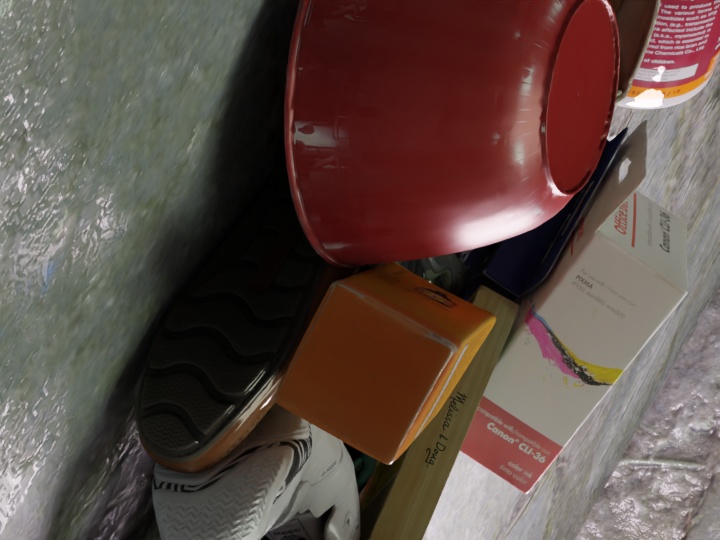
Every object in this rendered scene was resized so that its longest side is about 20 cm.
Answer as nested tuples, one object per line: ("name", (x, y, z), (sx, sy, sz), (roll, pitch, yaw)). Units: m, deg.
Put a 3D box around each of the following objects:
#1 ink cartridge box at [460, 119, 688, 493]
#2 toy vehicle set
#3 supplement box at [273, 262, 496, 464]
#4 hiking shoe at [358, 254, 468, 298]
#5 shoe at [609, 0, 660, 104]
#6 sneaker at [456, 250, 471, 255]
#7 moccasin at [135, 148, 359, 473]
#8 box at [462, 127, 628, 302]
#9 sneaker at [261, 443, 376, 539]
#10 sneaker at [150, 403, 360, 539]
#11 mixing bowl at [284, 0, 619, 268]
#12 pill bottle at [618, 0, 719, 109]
("ink cartridge box", (0.132, 0.019, 1.423), (0.200, 0.067, 0.116), (-54, -173, 22))
("toy vehicle set", (0.023, 0.115, 1.366), (0.124, 0.027, 0.200), (-53, -171, 53))
("supplement box", (0.015, 0.040, 1.169), (0.069, 0.067, 0.200), (-62, 174, 9))
("hiking shoe", (0.000, 0.000, 1.357), (0.101, 0.076, 0.200), (-46, 156, -14))
("shoe", (0.116, -0.123, 1.280), (0.070, 0.053, 0.200), (2, 120, -37))
("sneaker", (0.048, -0.077, 1.378), (0.090, 0.075, 0.200), (-19, 145, -38))
("moccasin", (-0.046, 0.015, 1.197), (0.078, 0.074, 0.201), (77, 33, -58))
("box", (0.090, -0.020, 1.480), (0.121, 0.032, 0.200), (-59, -172, -24))
("sneaker", (-0.037, 0.123, 1.370), (0.200, 0.078, 0.091), (-67, -164, -10))
("sneaker", (-0.046, 0.117, 1.231), (0.200, 0.075, 0.115), (-71, 149, -60))
("mixing bowl", (0.055, -0.091, 1.146), (0.200, 0.108, 0.200), (-37, 132, -56))
("pill bottle", (0.193, -0.207, 1.541), (0.113, 0.113, 0.200), (-52, 164, -36))
